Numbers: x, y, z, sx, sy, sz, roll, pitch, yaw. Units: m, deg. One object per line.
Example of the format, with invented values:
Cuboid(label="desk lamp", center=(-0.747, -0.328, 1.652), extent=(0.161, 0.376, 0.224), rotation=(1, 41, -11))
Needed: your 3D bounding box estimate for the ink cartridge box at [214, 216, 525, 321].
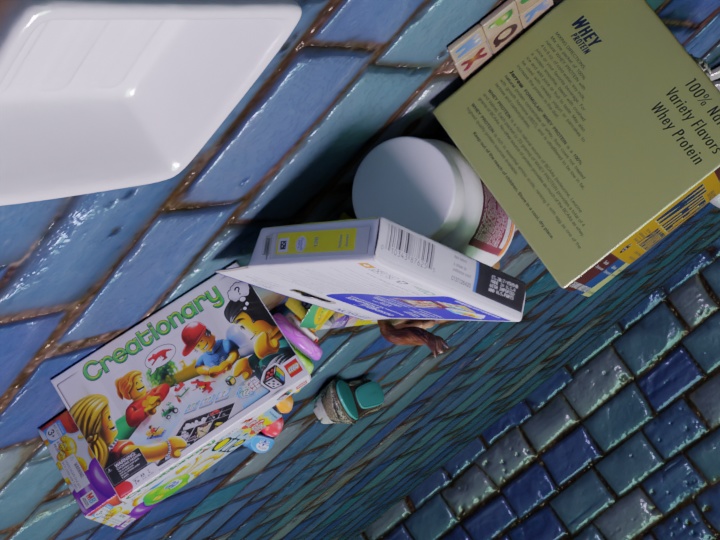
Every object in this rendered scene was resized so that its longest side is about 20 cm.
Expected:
Cuboid(label="ink cartridge box", center=(0.009, 0.004, 1.084), extent=(0.199, 0.048, 0.197), rotation=(1, 166, 45))

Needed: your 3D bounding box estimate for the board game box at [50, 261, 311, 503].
Cuboid(label="board game box", center=(-0.160, 0.099, 1.110), extent=(0.199, 0.127, 0.035), rotation=(-33, 166, -9))

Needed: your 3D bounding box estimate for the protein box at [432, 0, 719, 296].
Cuboid(label="protein box", center=(0.211, -0.118, 1.094), extent=(0.199, 0.199, 0.135), rotation=(-39, 165, 13))

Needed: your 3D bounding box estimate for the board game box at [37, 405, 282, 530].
Cuboid(label="board game box", center=(-0.194, 0.151, 1.219), extent=(0.199, 0.103, 0.105), rotation=(-35, 159, -2))

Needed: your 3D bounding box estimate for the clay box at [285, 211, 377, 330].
Cuboid(label="clay box", center=(0.000, 0.000, 1.263), extent=(0.115, 0.047, 0.199), rotation=(-57, 158, 14))

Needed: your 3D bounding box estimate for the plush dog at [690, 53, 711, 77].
Cuboid(label="plush dog", center=(0.245, -0.160, 1.253), extent=(0.202, 0.159, 0.172), rotation=(-63, 149, -4))

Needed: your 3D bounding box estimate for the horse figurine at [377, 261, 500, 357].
Cuboid(label="horse figurine", center=(0.067, 0.038, 1.246), extent=(0.131, 0.050, 0.200), rotation=(-16, -170, 23))

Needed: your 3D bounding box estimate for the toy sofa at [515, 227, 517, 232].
Cuboid(label="toy sofa", center=(0.127, -0.048, 1.345), extent=(0.082, 0.098, 0.200), rotation=(-22, 159, -39))

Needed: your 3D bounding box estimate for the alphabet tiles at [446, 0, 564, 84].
Cuboid(label="alphabet tiles", center=(0.159, -0.213, 1.091), extent=(0.167, 0.008, 0.200), rotation=(-37, 164, 5))

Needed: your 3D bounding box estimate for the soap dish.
Cuboid(label="soap dish", center=(-0.138, -0.110, 0.613), extent=(0.199, 0.082, 0.157), rotation=(-14, 154, -52))

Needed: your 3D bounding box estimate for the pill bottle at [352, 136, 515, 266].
Cuboid(label="pill bottle", center=(0.069, -0.059, 1.151), extent=(0.114, 0.115, 0.200), rotation=(-38, 164, 13))

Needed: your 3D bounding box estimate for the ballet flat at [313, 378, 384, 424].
Cuboid(label="ballet flat", center=(-0.027, 0.198, 1.832), extent=(0.075, 0.069, 0.200), rotation=(-23, 171, 17))

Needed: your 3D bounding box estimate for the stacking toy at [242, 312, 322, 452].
Cuboid(label="stacking toy", center=(-0.085, 0.087, 1.330), extent=(0.200, 0.110, 0.116), rotation=(-50, 164, -2))

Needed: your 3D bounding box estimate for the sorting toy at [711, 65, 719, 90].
Cuboid(label="sorting toy", center=(0.515, -0.261, 1.598), extent=(0.179, 0.108, 0.200), rotation=(12, 133, -44))

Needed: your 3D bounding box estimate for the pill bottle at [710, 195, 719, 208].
Cuboid(label="pill bottle", center=(0.606, -0.196, 1.910), extent=(0.200, 0.111, 0.110), rotation=(-45, 162, 31))
